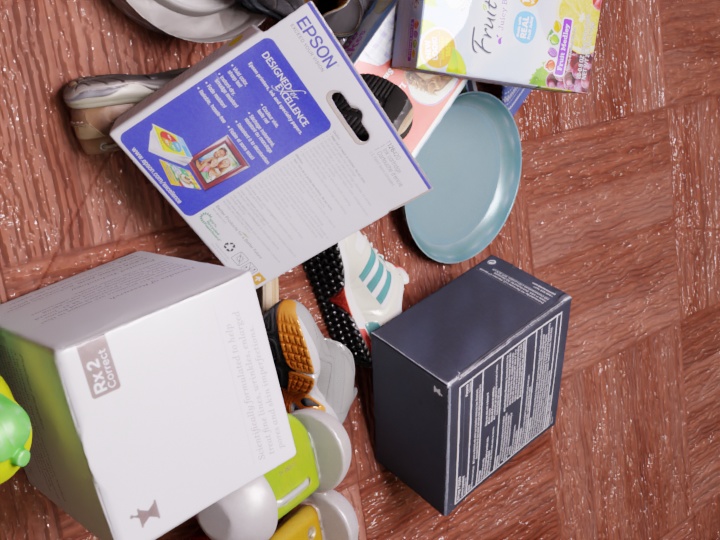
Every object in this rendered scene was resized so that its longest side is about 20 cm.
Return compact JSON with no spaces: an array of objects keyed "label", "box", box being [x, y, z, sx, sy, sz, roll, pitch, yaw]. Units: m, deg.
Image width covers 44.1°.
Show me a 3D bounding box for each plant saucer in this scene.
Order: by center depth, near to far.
[{"label":"plant saucer","box":[0.115,-0.109,1.037,0.199,0.027,0.202,-16,114,-38]}]

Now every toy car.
[{"label":"toy car","box":[-0.101,0.226,0.844,0.175,0.149,0.202,-26,116,-53]}]

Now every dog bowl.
[{"label":"dog bowl","box":[-0.158,-0.304,0.797,0.199,0.058,0.202,-5,98,-39]}]

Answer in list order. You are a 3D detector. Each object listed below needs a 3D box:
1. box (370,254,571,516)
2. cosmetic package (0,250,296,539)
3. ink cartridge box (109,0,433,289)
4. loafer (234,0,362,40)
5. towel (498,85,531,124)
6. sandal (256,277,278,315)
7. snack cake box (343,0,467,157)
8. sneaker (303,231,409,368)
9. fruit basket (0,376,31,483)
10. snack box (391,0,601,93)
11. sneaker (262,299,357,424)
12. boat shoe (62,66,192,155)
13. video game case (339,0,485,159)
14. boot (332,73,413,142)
[{"label":"box","box":[0.120,0.123,0.989,0.198,0.123,0.201,-30,134,-33]},{"label":"cosmetic package","box":[-0.186,0.093,0.724,0.164,0.199,0.166,-25,111,-35]},{"label":"ink cartridge box","box":[-0.072,-0.100,0.756,0.199,0.047,0.198,-30,121,12]},{"label":"loafer","box":[-0.041,-0.252,0.827,0.200,0.072,0.073,-10,110,-63]},{"label":"towel","box":[0.196,-0.283,1.037,0.145,0.024,0.201,-55,156,-28]},{"label":"sandal","box":[-0.082,-0.046,0.880,0.069,0.077,0.214,-8,108,-42]},{"label":"snack cake box","box":[0.053,-0.224,0.922,0.115,0.067,0.201,37,86,-26]},{"label":"sneaker","box":[0.000,0.000,0.952,0.093,0.070,0.201,-35,119,-34]},{"label":"fruit basket","box":[-0.325,0.096,0.616,0.155,0.215,0.217,17,84,-38]},{"label":"snack box","box":[0.140,-0.270,0.875,0.198,0.068,0.170,2,101,-21]},{"label":"sneaker","box":[-0.050,0.090,0.905,0.092,0.075,0.201,-55,149,-36]},{"label":"boat shoe","box":[-0.160,-0.142,0.796,0.198,0.076,0.072,-8,110,-18]},{"label":"video game case","box":[0.054,-0.229,0.998,0.182,0.023,0.202,-26,109,-34]},{"label":"boot","box":[0.001,-0.112,0.857,0.078,0.199,0.138,-53,127,-18]}]
